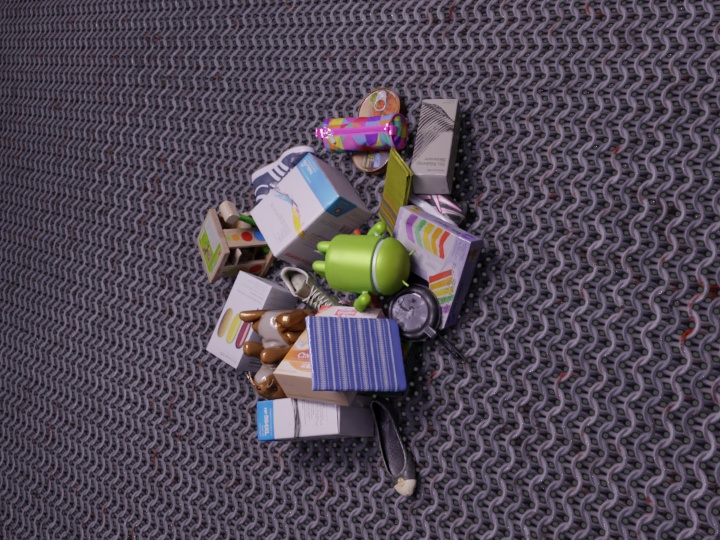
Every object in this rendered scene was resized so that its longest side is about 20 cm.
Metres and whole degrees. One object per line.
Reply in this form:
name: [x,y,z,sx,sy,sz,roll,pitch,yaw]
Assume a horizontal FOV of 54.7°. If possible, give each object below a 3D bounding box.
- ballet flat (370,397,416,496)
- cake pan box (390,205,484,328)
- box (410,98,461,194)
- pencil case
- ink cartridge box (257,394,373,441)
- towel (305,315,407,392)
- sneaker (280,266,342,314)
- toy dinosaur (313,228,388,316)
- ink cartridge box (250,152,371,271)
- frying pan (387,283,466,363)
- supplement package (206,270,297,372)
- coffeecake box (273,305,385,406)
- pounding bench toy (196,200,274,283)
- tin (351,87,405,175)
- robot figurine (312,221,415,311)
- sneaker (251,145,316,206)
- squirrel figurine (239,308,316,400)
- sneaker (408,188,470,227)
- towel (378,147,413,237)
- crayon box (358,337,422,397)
ballet flat: [0.058,0.351,1.382,0.066,0.057,0.201,-31,63,23]
cake pan box: [0.135,-0.007,1.396,0.184,0.052,0.201,34,120,35]
box: [0.157,-0.257,1.435,0.082,0.068,0.201,2,61,15]
pencil case: [0.005,-0.300,1.532,0.199,0.088,0.089,1,78,32]
ink cartridge box: [-0.091,0.305,1.435,0.199,0.146,0.085,-11,72,29]
towel: [-0.007,0.156,1.297,0.024,0.199,0.145,-42,49,52]
sneaker: [-0.107,0.059,1.544,0.067,0.090,0.200,-51,57,9]
toy dinosaur: [0.000,0.000,1.505,0.199,0.105,0.182,14,74,17]
ink cartridge box: [-0.112,-0.126,1.563,0.200,0.147,0.146,-42,60,15]
frying pan: [0.117,0.117,1.367,0.115,0.031,0.191,-29,75,22]
supplement package: [-0.247,0.120,1.604,0.114,0.109,0.201,23,90,35]
coffeecake box: [-0.051,0.163,1.381,0.153,0.073,0.200,0,39,34]
pounding bench toy: [-0.267,-0.082,1.613,0.200,0.156,0.125,-54,51,46]
tin: [0.041,-0.315,1.583,0.112,0.042,0.201,5,80,29]
robot figurine: [0.009,-0.012,1.380,0.199,0.116,0.176,4,70,23]
sneaker: [-0.181,-0.216,1.675,0.200,0.070,0.109,-24,61,33]
squirrel figurine: [-0.159,0.178,1.484,0.141,0.200,0.188,1,92,29]
sneaker: [0.151,-0.153,1.459,0.086,0.080,0.200,-46,66,0]
towel: [0.069,-0.155,1.450,0.018,0.200,0.086,-21,58,-21]
crayon box: [0.011,0.189,1.423,0.199,0.052,0.126,-3,41,32]
